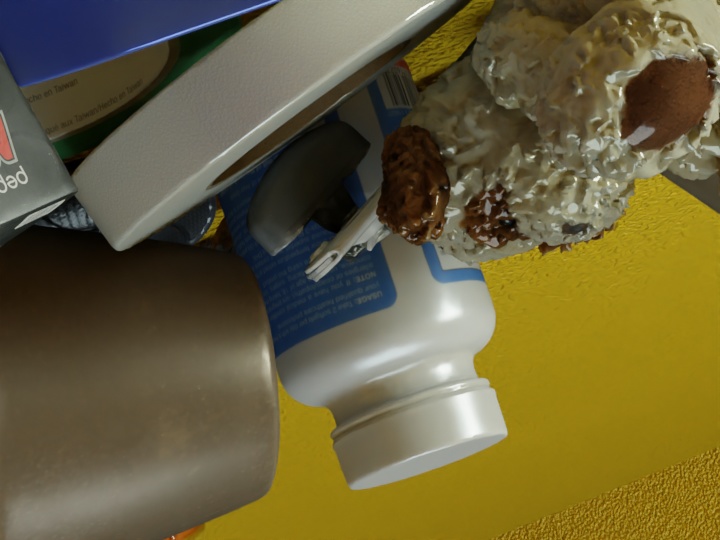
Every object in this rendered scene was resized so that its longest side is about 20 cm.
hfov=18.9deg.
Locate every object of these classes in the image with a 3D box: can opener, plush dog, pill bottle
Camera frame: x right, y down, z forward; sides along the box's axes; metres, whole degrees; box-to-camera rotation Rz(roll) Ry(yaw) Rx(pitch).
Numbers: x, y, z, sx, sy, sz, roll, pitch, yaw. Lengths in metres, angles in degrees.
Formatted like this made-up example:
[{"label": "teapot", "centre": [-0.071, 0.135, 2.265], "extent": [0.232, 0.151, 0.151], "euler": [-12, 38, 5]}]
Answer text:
[{"label": "can opener", "centre": [0.028, -0.078, 0.991], "extent": [0.200, 0.067, 0.053], "euler": [-51, -175, -16]}, {"label": "plush dog", "centre": [0.083, -0.071, 0.903], "extent": [0.172, 0.161, 0.200], "euler": [-42, 154, 25]}, {"label": "pill bottle", "centre": [0.000, 0.000, 1.056], "extent": [0.112, 0.200, 0.112], "euler": [-18, 169, -4]}]

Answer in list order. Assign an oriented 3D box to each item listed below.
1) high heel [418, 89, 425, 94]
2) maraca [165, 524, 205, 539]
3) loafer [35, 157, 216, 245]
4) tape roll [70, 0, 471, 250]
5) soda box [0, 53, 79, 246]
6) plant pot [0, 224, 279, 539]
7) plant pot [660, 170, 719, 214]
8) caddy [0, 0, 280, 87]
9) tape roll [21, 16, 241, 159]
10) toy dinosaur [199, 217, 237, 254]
[{"label": "high heel", "centre": [0.029, -0.035, 1.181], "extent": [0.200, 0.096, 0.067], "euler": [-28, 163, 35]}, {"label": "maraca", "centre": [-0.150, 0.144, 1.094], "extent": [0.200, 0.107, 0.137], "euler": [-51, 173, -8]}, {"label": "loafer", "centre": [-0.173, -0.025, 1.084], "extent": [0.200, 0.063, 0.072], "euler": [-17, 136, -23]}, {"label": "tape roll", "centre": [-0.032, -0.080, 0.910], "extent": [0.203, 0.037, 0.203], "euler": [-36, 180, 0]}, {"label": "soda box", "centre": [-0.192, -0.015, 0.735], "extent": [0.063, 0.071, 0.200], "euler": [-30, -179, 39]}, {"label": "plant pot", "centre": [-0.131, 0.059, 0.967], "extent": [0.174, 0.201, 0.200], "euler": [-5, 163, -14]}, {"label": "plant pot", "centre": [0.210, -0.095, 1.039], "extent": [0.173, 0.200, 0.200], "euler": [12, 151, -34]}, {"label": "caddy", "centre": [-0.049, -0.136, 0.699], "extent": [0.200, 0.105, 0.141], "euler": [-19, -172, 3]}, {"label": "tape roll", "centre": [-0.148, -0.091, 0.854], "extent": [0.200, 0.048, 0.200], "euler": [-17, 166, -4]}, {"label": "toy dinosaur", "centre": [-0.087, 0.027, 1.152], "extent": [0.135, 0.086, 0.200], "euler": [-10, -169, 44]}]
